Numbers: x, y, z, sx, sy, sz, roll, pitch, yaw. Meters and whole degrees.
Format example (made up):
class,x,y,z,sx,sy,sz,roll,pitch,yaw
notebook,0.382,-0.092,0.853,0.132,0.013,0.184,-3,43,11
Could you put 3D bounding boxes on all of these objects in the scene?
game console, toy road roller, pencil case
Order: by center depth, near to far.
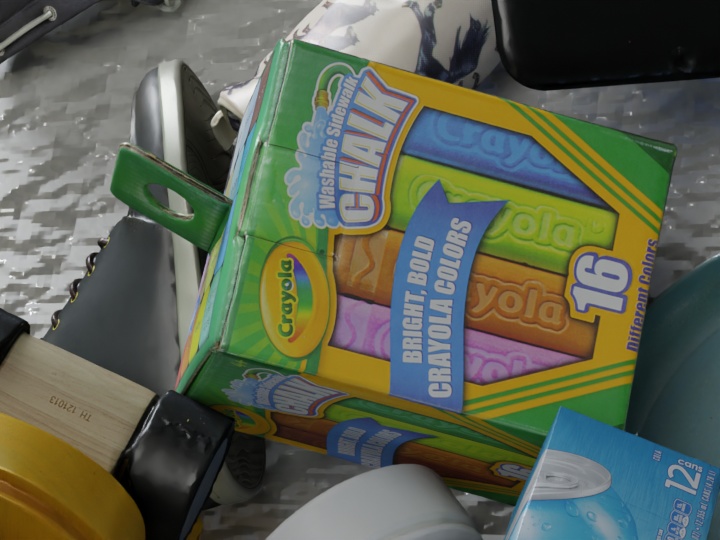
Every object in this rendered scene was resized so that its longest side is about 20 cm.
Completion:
class,x,y,z,sx,sy,sz,roll,pitch,yaw
toy road roller,-0.140,0.120,0.865,0.122,0.201,0.147,25,51,3
game console,0.117,-0.165,0.917,0.176,0.198,0.117,-130,40,-53
pencil case,0.023,-0.112,0.971,0.200,0.078,0.089,-48,46,0

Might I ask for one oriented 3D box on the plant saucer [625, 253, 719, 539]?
class,x,y,z,sx,sy,sz,roll,pitch,yaw
plant saucer,0.164,0.085,0.838,0.199,0.027,0.202,-12,70,35

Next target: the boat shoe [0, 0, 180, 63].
class,x,y,z,sx,sy,sz,roll,pitch,yaw
boat shoe,-0.105,-0.151,1.068,0.198,0.073,0.063,-18,107,11

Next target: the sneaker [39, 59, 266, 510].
class,x,y,z,sx,sy,sz,roll,pitch,yaw
sneaker,-0.106,0.009,0.982,0.105,0.075,0.202,-12,67,17

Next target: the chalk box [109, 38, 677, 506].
class,x,y,z,sx,sy,sz,roll,pitch,yaw
chalk box,0.000,0.000,0.861,0.198,0.125,0.125,14,74,-7

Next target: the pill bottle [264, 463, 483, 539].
class,x,y,z,sx,sy,sz,roll,pitch,yaw
pill bottle,0.041,0.176,0.829,0.113,0.113,0.201,-39,60,6

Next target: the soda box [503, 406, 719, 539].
class,x,y,z,sx,sy,sz,roll,pitch,yaw
soda box,0.061,0.144,0.738,0.064,0.068,0.201,20,47,3
